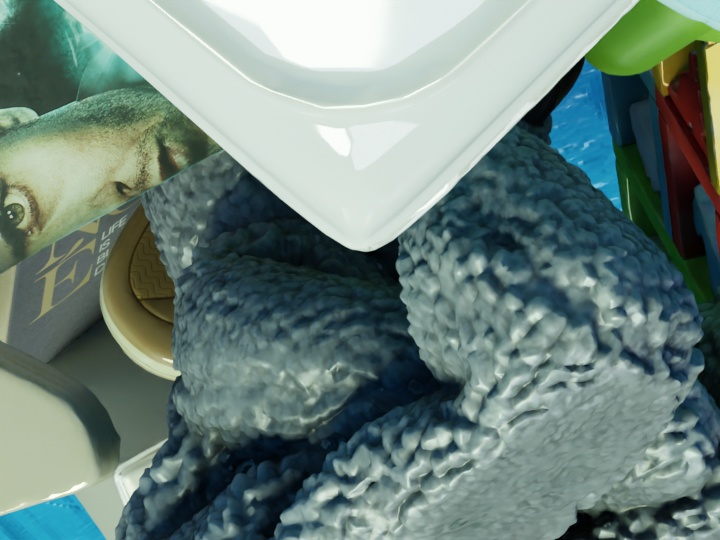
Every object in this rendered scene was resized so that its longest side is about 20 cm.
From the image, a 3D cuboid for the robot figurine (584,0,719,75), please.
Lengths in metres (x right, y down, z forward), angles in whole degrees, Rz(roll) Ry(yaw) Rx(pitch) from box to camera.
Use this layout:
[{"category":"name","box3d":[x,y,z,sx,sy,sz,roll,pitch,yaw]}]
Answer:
[{"category":"robot figurine","box3d":[0.077,-0.118,0.736,0.199,0.176,0.116,9,138,-16]}]

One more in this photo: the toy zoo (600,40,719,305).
[{"category":"toy zoo","box3d":[0.097,-0.053,0.888,0.020,0.131,0.201,-15,127,-5]}]

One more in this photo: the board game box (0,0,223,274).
[{"category":"board game box","box3d":[-0.054,-0.106,0.593,0.135,0.028,0.201,-30,132,-18]}]

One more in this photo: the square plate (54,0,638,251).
[{"category":"square plate","box3d":[-0.003,-0.115,0.509,0.200,0.028,0.198,38,114,-22]}]

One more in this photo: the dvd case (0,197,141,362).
[{"category":"dvd case","box3d":[-0.054,-0.050,0.910,0.149,0.016,0.200,-40,165,-26]}]

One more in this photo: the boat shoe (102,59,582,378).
[{"category":"boat shoe","box3d":[-0.008,-0.022,0.930,0.200,0.072,0.065,-42,174,-35]}]

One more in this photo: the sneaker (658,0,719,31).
[{"category":"sneaker","box3d":[0.116,-0.110,0.626,0.200,0.082,0.074,-44,171,-30]}]

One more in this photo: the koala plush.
[{"category":"koala plush","box3d":[0.000,0.000,0.748,0.183,0.201,0.177,-36,149,20]}]

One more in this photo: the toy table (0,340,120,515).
[{"category":"toy table","box3d":[-0.159,0.023,0.760,0.199,0.118,0.184,-19,-179,29]}]

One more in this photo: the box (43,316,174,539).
[{"category":"box","box3d":[-0.066,0.051,0.993,0.068,0.200,0.082,-27,115,-11]}]
